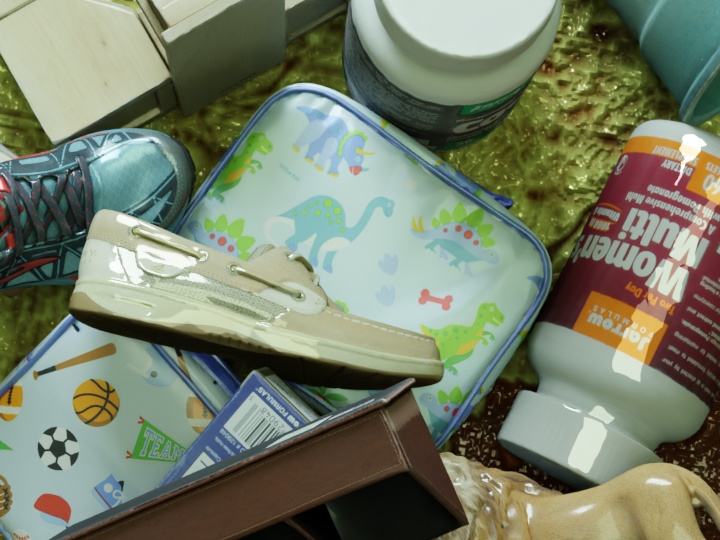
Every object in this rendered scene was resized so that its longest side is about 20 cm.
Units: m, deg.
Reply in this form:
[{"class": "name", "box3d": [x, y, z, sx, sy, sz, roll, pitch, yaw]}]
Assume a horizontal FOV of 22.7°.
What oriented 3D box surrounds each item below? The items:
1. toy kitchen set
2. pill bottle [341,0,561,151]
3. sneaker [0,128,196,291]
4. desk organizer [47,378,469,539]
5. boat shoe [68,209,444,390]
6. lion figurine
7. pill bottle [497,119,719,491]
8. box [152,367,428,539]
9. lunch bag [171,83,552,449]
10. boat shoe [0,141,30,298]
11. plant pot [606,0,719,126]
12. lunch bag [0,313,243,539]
[{"class": "toy kitchen set", "box3d": [-0.124, -0.191, 0.997, 0.199, 0.163, 0.181, -30, 85, -6]}, {"class": "pill bottle", "box3d": [0.048, -0.137, 0.979, 0.112, 0.200, 0.114, 0, 83, -2]}, {"class": "sneaker", "box3d": [-0.181, -0.021, 0.945, 0.199, 0.096, 0.080, -20, 90, -1]}, {"class": "desk organizer", "box3d": [-0.054, 0.130, 0.869, 0.199, 0.072, 0.077, -24, 89, 13]}, {"class": "boat shoe", "box3d": [-0.048, 0.016, 0.934, 0.199, 0.072, 0.065, 14, 75, -8]}, {"class": "lion figurine", "box3d": [0.118, 0.140, 0.931, 0.199, 0.072, 0.123, -14, 78, 10]}, {"class": "pill bottle", "box3d": [0.161, 0.026, 1.010, 0.109, 0.110, 0.201, 28, 82, 1]}, {"class": "box", "box3d": [-0.071, 0.164, 0.926, 0.121, 0.032, 0.200, 43, 100, 8]}, {"class": "lunch bag", "box3d": [0.000, 0.000, 1.018, 0.199, 0.082, 0.161, 35, 85, 2]}, {"class": "boat shoe", "box3d": [-0.246, -0.066, 1.022, 0.200, 0.076, 0.072, 43, 85, 5]}, {"class": "plant pot", "box3d": [0.190, -0.221, 1.010, 0.200, 0.200, 0.196, -40, 78, -7]}, {"class": "lunch bag", "box3d": [-0.112, 0.116, 0.986, 0.160, 0.076, 0.200, -43, 88, 12]}]
